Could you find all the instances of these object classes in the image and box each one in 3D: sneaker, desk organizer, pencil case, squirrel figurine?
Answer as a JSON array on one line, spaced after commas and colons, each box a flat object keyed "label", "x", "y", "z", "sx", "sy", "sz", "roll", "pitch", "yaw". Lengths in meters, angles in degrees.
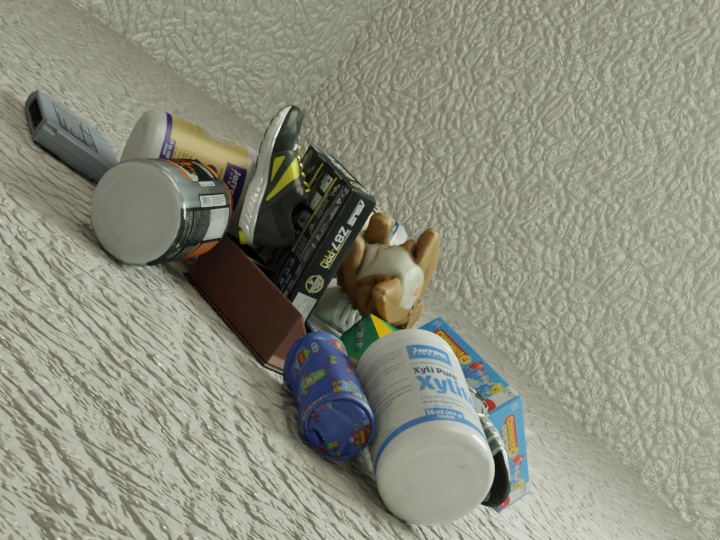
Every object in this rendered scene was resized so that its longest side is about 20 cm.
[{"label": "sneaker", "x": 0.144, "y": 0.201, "z": 1.543, "sx": 0.115, "sy": 0.075, "sz": 0.202, "roll": 23, "pitch": 35, "yaw": -58}, {"label": "sneaker", "x": -0.099, "y": -0.116, "z": 1.617, "sx": 0.083, "sy": 0.203, "sz": 0.075, "roll": 17, "pitch": -17, "yaw": -3}, {"label": "desk organizer", "x": -0.131, "y": 0.040, "z": 1.566, "sx": 0.200, "sy": 0.077, "sz": 0.071, "roll": 44, "pitch": 8, "yaw": 37}, {"label": "pencil case", "x": -0.041, "y": 0.138, "z": 1.395, "sx": 0.079, "sy": 0.086, "sz": 0.200, "roll": 61, "pitch": -1, "yaw": -21}, {"label": "squirrel figurine", "x": 0.000, "y": 0.000, "z": 1.724, "sx": 0.185, "sy": 0.142, "sz": 0.201, "roll": 27, "pitch": -28, "yaw": 23}, {"label": "sneaker", "x": 0.008, "y": 0.074, "z": 1.828, "sx": 0.198, "sy": 0.077, "sz": 0.081, "roll": 28, "pitch": -2, "yaw": -28}]

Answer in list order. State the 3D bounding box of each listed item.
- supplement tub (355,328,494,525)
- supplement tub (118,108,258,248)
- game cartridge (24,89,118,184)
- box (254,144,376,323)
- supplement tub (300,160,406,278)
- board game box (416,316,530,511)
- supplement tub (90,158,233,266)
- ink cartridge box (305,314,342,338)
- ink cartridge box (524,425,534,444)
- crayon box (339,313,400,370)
[{"label": "supplement tub", "x": 0.068, "y": 0.172, "z": 1.390, "sx": 0.131, "sy": 0.132, "sz": 0.201, "roll": 35, "pitch": 20, "yaw": -27}, {"label": "supplement tub", "x": -0.220, "y": -0.118, "z": 1.683, "sx": 0.198, "sy": 0.147, "sz": 0.146, "roll": 21, "pitch": 13, "yaw": -23}, {"label": "game cartridge", "x": -0.405, "y": -0.184, "z": 1.751, "sx": 0.133, "sy": 0.042, "sz": 0.200, "roll": 41, "pitch": 5, "yaw": -28}, {"label": "box", "x": -0.073, "y": -0.045, "z": 1.643, "sx": 0.049, "sy": 0.202, "sz": 0.161, "roll": 22, "pitch": 14, "yaw": -34}, {"label": "supplement tub", "x": -0.044, "y": -0.064, "z": 1.906, "sx": 0.199, "sy": 0.146, "sz": 0.145, "roll": 39, "pitch": 6, "yaw": -6}, {"label": "board game box", "x": 0.153, "y": 0.199, "z": 1.737, "sx": 0.196, "sy": 0.055, "sz": 0.202, "roll": 45, "pitch": -25, "yaw": 44}, {"label": "supplement tub", "x": -0.230, "y": -0.073, "z": 1.495, "sx": 0.122, "sy": 0.123, "sz": 0.200, "roll": 39, "pitch": 12, "yaw": 7}, {"label": "ink cartridge box", "x": -0.012, "y": 0.140, "z": 1.716, "sx": 0.199, "sy": 0.047, "sz": 0.198, "roll": 33, "pitch": 10, "yaw": -36}, {"label": "ink cartridge box", "x": 0.166, "y": 0.224, "z": 1.958, "sx": 0.200, "sy": 0.084, "sz": 0.146, "roll": 41, "pitch": 7, "yaw": 17}, {"label": "crayon box", "x": 0.055, "y": 0.164, "z": 1.597, "sx": 0.118, "sy": 0.058, "sz": 0.202, "roll": 30, "pitch": 29, "yaw": -47}]
